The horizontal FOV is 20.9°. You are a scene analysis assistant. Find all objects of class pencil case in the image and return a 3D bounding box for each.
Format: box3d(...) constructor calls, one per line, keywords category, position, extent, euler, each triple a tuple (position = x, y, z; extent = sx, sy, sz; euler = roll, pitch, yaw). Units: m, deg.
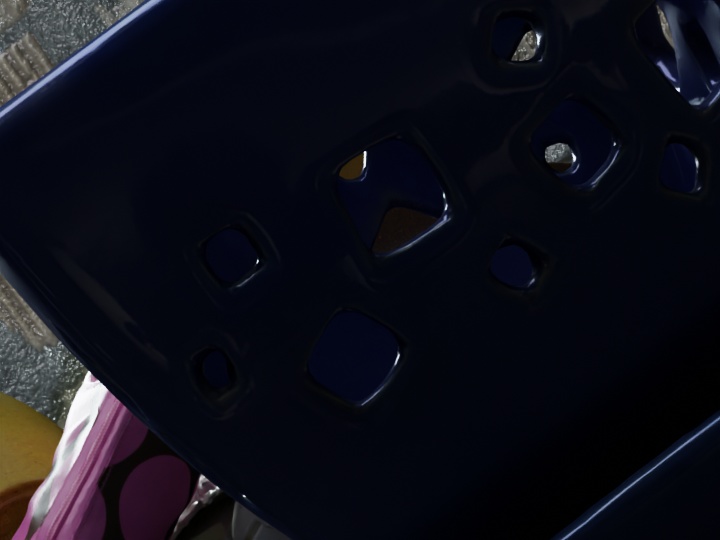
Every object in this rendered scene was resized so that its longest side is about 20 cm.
box3d(category="pencil case", position=(-0.123, 0.108, 0.906), extent=(0.200, 0.091, 0.094), euler=(-68, -26, -17))

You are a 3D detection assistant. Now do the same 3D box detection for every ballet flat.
box3d(category="ballet flat", position=(-0.051, 0.122, 0.951), extent=(0.072, 0.072, 0.200), euler=(-37, 0, -41))

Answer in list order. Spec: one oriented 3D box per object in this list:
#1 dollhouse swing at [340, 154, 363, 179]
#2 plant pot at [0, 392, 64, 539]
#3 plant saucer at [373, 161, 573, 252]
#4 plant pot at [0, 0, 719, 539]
box3d(category="dollhouse swing", position=(0.000, 0.000, 1.163), extent=(0.200, 0.176, 0.182), euler=(-37, 1, 12))
box3d(category="plant pot", position=(-0.196, 0.155, 1.003), extent=(0.200, 0.200, 0.142), euler=(-37, 18, -31))
box3d(category="plant saucer", position=(0.046, 0.016, 0.898), extent=(0.200, 0.037, 0.201), euler=(-12, -25, -6))
box3d(category="plant pot", position=(0.029, -0.005, 0.501), extent=(0.200, 0.180, 0.200), euler=(-36, 1, -8))
